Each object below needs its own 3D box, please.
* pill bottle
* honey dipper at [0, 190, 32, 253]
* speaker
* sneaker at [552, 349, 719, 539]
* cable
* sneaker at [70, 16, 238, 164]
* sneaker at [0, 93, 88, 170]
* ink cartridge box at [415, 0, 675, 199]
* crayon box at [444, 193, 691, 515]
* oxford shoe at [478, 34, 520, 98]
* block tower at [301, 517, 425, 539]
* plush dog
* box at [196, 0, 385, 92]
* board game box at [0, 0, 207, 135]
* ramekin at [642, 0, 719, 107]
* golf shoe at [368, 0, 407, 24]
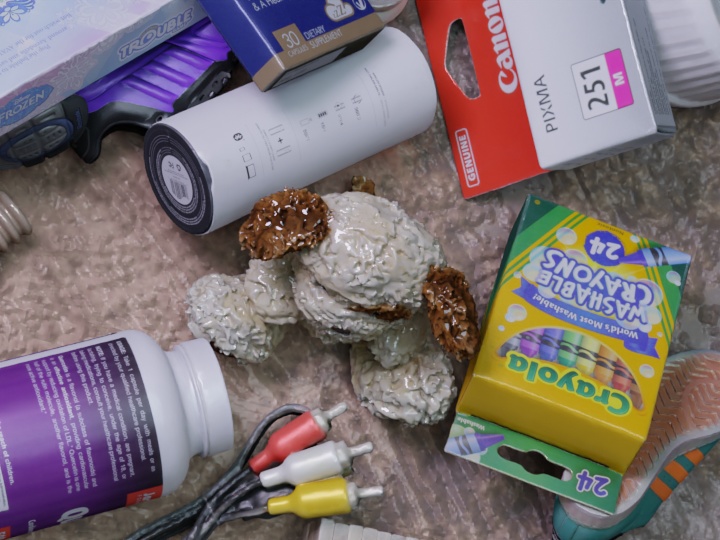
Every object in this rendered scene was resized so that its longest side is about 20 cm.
[{"bbox_3d":[-0.188,0.105,1.408,0.199,0.112,0.113,-14,84,-15],"label":"pill bottle"},{"bbox_3d":[-0.306,0.021,1.433,0.200,0.038,0.038,-39,92,-15],"label":"honey dipper"},{"bbox_3d":[-0.044,-0.097,1.469,0.199,0.081,0.082,-27,88,-31],"label":"speaker"},{"bbox_3d":[0.200,0.129,1.530,0.071,0.080,0.200,43,54,18],"label":"sneaker"},{"bbox_3d":[-0.087,0.148,1.447,0.199,0.050,0.098,-22,61,-6],"label":"cable"},{"bbox_3d":[-0.120,-0.132,1.489,0.199,0.070,0.100,-23,88,-8],"label":"sneaker"},{"bbox_3d":[-0.280,-0.093,1.435,0.199,0.075,0.088,-23,69,0],"label":"sneaker"},{"bbox_3d":[0.114,-0.167,1.506,0.043,0.173,0.201,-3,78,-60],"label":"ink cartridge box"},{"bbox_3d":[0.145,0.054,1.482,0.125,0.052,0.201,20,53,-1],"label":"crayon box"},{"bbox_3d":[0.147,-0.212,1.562,0.070,0.074,0.201,30,75,-7],"label":"oxford shoe"},{"bbox_3d":[0.049,0.214,1.479,0.199,0.054,0.058,12,78,-12],"label":"block tower"},{"bbox_3d":[0.000,0.000,1.439,0.199,0.172,0.161,22,77,-9],"label":"plush dog"},{"bbox_3d":[-0.081,-0.219,1.430,0.200,0.032,0.121,53,39,5],"label":"box"},{"bbox_3d":[-0.235,-0.196,1.421,0.200,0.044,0.199,-34,64,-30],"label":"board game box"},{"bbox_3d":[0.260,-0.217,1.540,0.201,0.094,0.204,-3,94,-39],"label":"ramekin"},{"bbox_3d":[-0.042,-0.253,1.515,0.199,0.092,0.076,34,76,-5],"label":"golf shoe"}]
